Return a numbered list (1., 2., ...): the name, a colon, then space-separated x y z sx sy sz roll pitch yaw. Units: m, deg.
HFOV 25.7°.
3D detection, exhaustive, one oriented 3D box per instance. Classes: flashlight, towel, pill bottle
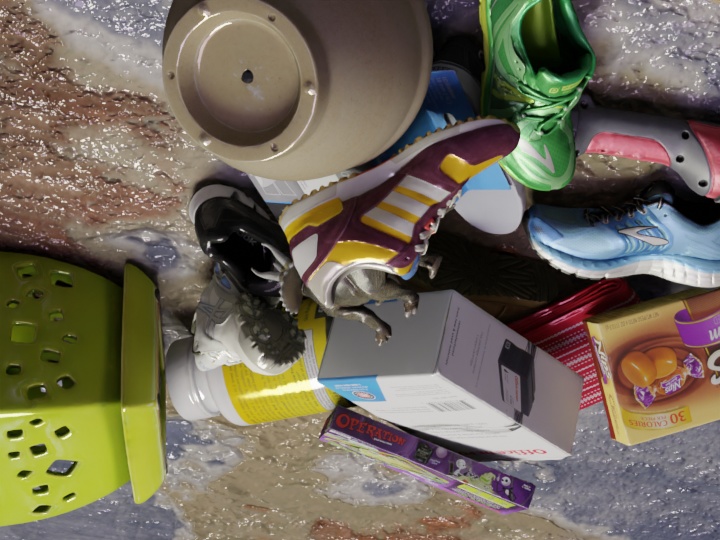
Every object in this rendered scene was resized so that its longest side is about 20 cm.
1. flashlight: 0.232 -0.099 1.308 0.199 0.068 0.068 7 144 -6
2. towel: 0.221 0.075 1.520 0.144 0.023 0.200 -26 146 16
3. pill bottle: -0.083 0.090 1.530 0.199 0.112 0.111 -12 139 18

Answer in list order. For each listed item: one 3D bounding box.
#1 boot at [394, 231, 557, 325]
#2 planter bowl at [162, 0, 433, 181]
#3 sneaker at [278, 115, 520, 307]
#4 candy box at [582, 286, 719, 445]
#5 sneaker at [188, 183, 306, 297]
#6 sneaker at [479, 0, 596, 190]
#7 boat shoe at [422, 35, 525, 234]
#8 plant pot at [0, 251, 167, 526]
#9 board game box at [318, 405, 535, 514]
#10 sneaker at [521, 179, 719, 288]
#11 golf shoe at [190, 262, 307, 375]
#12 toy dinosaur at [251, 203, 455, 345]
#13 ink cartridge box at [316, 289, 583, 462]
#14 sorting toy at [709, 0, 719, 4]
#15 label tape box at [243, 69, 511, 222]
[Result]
1. boot: 0.075 0.056 1.514 0.175 0.066 0.200 17 141 -15
2. planter bowl: -0.061 -0.151 1.137 0.200 0.135 0.201 7 110 18
3. sneaker: 0.041 -0.044 1.206 0.200 0.090 0.075 -26 168 9
4. candy box: 0.314 0.075 1.431 0.199 0.117 0.056 -15 -176 -7
5. sneaker: -0.064 -0.004 1.411 0.200 0.091 0.067 26 117 -18
6. sneaker: 0.135 -0.142 1.204 0.074 0.084 0.200 -23 124 -16
7. boat shoe: 0.101 -0.109 1.309 0.068 0.057 0.200 8 145 26
8. plant pot: -0.279 0.111 1.512 0.181 0.199 0.200 -2 141 -4
9. board game box: 0.060 0.182 1.502 0.199 0.032 0.120 22 163 -2
10. sneaker: 0.241 -0.046 1.388 0.199 0.078 0.090 4 123 -6
11. golf shoe: -0.108 0.063 1.425 0.078 0.200 0.097 32 101 -21
12. toy dinosaur: 0.000 0.000 1.285 0.102 0.077 0.200 26 146 -26
13. ink cartridge box: 0.084 0.099 1.425 0.145 0.084 0.200 -8 149 43
14. sorting toy: 0.292 -0.251 1.111 0.198 0.070 0.200 17 139 -17
15. label tape box: 0.002 -0.092 1.285 0.199 0.063 0.144 3 144 32
